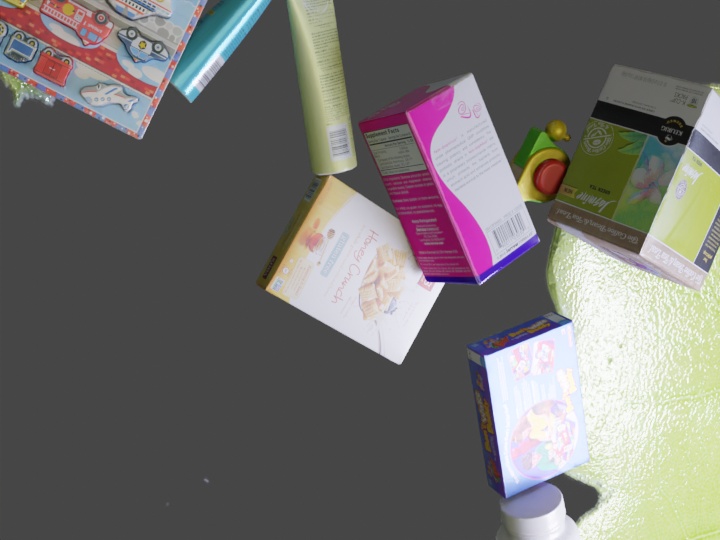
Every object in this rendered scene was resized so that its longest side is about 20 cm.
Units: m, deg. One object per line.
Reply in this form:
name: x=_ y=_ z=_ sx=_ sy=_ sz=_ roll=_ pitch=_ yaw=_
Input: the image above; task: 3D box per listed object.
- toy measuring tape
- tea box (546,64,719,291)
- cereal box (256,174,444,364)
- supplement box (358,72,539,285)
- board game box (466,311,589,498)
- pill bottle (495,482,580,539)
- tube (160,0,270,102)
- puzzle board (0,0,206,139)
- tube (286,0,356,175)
toy measuring tape: x=0.198 y=-0.083 z=1.180 sx=0.073 sy=0.074 sz=0.202 roll=19 pitch=104 yaw=-28
tea box: x=0.350 y=-0.104 z=1.170 sx=0.199 sy=0.133 sz=0.199 roll=21 pitch=93 yaw=-50
cereal box: x=0.000 y=0.000 z=1.118 sx=0.199 sy=0.039 sz=0.145 roll=30 pitch=89 yaw=-28
supplement box: x=0.096 y=-0.097 z=1.081 sx=0.101 sy=0.103 sz=0.202 roll=-32 pitch=107 yaw=-27
board game box: x=0.215 y=0.170 z=1.260 sx=0.133 sy=0.045 sz=0.203 roll=-18 pitch=110 yaw=-20
pill bottle: x=0.235 y=0.381 z=1.287 sx=0.111 sy=0.112 sz=0.202 roll=-20 pitch=110 yaw=-19
tube: x=-0.120 y=-0.256 z=0.982 sx=0.050 sy=0.077 sz=0.200 roll=43 pitch=87 yaw=-19
puzzle board: x=-0.263 y=-0.235 z=0.920 sx=0.198 sy=0.017 sz=0.152 roll=26 pitch=92 yaw=-14
tube: x=-0.041 y=-0.205 z=1.043 sx=0.051 sy=0.058 sz=0.203 roll=-10 pitch=108 yaw=-6
